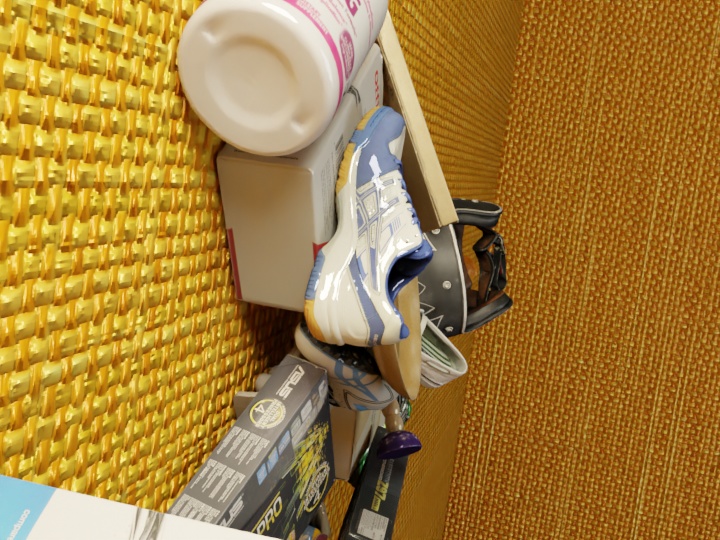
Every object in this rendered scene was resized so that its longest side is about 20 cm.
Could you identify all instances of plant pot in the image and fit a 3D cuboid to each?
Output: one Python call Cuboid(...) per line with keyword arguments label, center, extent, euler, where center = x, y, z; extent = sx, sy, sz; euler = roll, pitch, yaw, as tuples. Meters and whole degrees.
Cuboid(label="plant pot", center=(0.029, 0.017, 0.893), extent=(0.200, 0.027, 0.205), euler=(-5, 90, -79))

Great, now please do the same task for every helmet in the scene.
Cuboid(label="helmet", center=(0.099, -0.003, 1.287), extent=(0.188, 0.199, 0.204), euler=(-17, 123, -35))

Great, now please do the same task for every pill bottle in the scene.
Cuboid(label="pill bottle", center=(-0.043, -0.182, 0.695), extent=(0.202, 0.111, 0.115), euler=(-67, 162, -47))

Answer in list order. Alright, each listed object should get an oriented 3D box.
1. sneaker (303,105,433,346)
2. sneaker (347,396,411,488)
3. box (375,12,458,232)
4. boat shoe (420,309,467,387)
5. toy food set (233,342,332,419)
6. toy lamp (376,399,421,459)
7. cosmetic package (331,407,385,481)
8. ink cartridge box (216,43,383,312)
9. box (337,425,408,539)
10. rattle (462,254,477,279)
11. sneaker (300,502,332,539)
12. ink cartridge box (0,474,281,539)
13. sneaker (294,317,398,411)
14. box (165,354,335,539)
Cuboid(label="sneaker", center=(0.021, -0.033, 0.772), extent=(0.075, 0.086, 0.204), euler=(58, 42, -66))
Cuboid(label="sneaker", center=(0.029, 0.202, 1.319), extent=(0.078, 0.084, 0.203), euler=(-46, -157, 59))
Cuboid(label="box", center=(0.036, -0.135, 0.942), extent=(0.163, 0.021, 0.204), euler=(175, -104, -82))
Cuboid(label="boat shoe", center=(0.055, 0.066, 1.183), extent=(0.199, 0.066, 0.075), euler=(39, 49, -28))
Cuboid(label="toy food set", center=(-0.064, 0.093, 0.961), extent=(0.145, 0.059, 0.201), euler=(86, 26, -46))
Cuboid(label="toy lamp", center=(0.022, 0.104, 1.077), extent=(0.058, 0.057, 0.204), euler=(64, 14, -69))
Cuboid(label="cosmetic package", center=(-0.016, 0.160, 1.166), extent=(0.200, 0.069, 0.108), euler=(-43, 141, -70))
Cuboid(label="ink cartridge box", center=(-0.043, -0.087, 0.833), extent=(0.202, 0.082, 0.146), euler=(-66, 160, -47))
Cuboid(label="box", center=(0.003, 0.299, 1.101), extent=(0.201, 0.050, 0.160), euler=(-66, 176, -64))
Cuboid(label="rattle", center=(0.119, 0.018, 1.534), extent=(0.201, 0.140, 0.133), euler=(68, 15, -56))
Cuboid(label="sneaker", center=(-0.074, 0.322, 1.031), extent=(0.200, 0.073, 0.092), euler=(-70, 169, -72))
Cuboid(label="ink cartridge box", center=(-0.107, 0.196, 0.487), extent=(0.087, 0.195, 0.149), euler=(-65, 160, -48))
Cuboid(label="sneaker", center=(-0.016, 0.096, 0.913), extent=(0.072, 0.072, 0.200), euler=(-40, 152, 5))
Cuboid(label="box", center=(-0.090, 0.197, 0.827), extent=(0.201, 0.048, 0.164), euler=(-52, 149, -40))
